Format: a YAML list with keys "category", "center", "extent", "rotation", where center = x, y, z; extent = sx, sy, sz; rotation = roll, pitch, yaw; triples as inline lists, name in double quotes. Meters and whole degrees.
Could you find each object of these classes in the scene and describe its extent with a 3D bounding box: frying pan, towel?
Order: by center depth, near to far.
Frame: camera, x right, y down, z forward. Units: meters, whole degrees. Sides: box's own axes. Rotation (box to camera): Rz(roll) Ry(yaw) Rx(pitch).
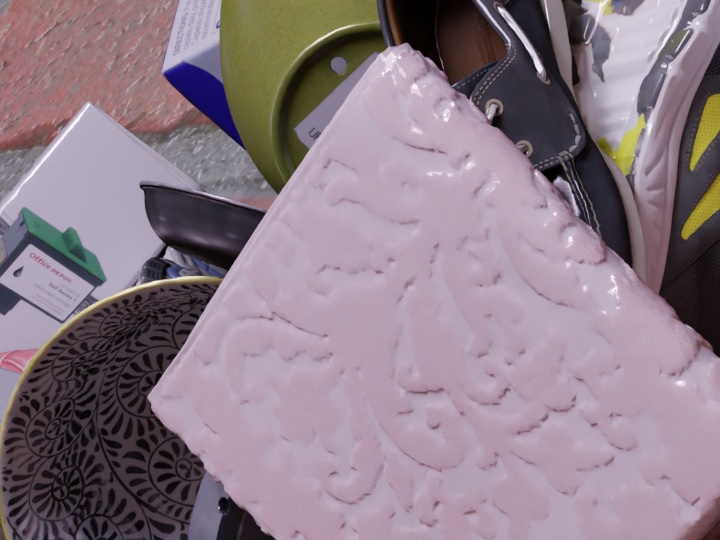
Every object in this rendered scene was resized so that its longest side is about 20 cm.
- category: "towel"
  center: [0.034, 0.051, 0.973]
  extent: [0.032, 0.200, 0.191]
  rotation: [-24, -25, -53]
- category: "frying pan"
  center: [-0.007, -0.001, 1.133]
  extent: [0.115, 0.189, 0.031]
  rotation: [5, 76, 70]

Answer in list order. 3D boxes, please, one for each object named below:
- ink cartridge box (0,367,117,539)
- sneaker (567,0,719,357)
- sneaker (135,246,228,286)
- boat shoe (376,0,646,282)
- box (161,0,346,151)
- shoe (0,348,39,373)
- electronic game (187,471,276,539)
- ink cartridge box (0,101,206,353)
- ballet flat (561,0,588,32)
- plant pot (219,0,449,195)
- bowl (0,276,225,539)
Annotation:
- category: "ink cartridge box"
  center: [-0.225, 0.137, 1.210]
  extent: [0.084, 0.145, 0.201]
  rotation: [36, 99, 36]
- category: "sneaker"
  center: [0.124, -0.048, 1.060]
  extent: [0.074, 0.084, 0.201]
  rotation: [1, 68, 49]
- category: "sneaker"
  center: [-0.086, 0.041, 1.325]
  extent: [0.087, 0.074, 0.200]
  rotation: [-62, 0, 2]
- category: "boat shoe"
  center: [0.052, -0.045, 1.014]
  extent: [0.072, 0.067, 0.201]
  rotation: [-37, 52, 31]
- category: "box"
  center: [0.010, -0.176, 1.440]
  extent: [0.199, 0.105, 0.185]
  rotation: [-25, 38, 33]
- category: "shoe"
  center: [-0.181, 0.136, 1.318]
  extent: [0.091, 0.071, 0.201]
  rotation: [-2, 74, 35]
- category: "electronic game"
  center: [0.025, 0.122, 1.044]
  extent: [0.200, 0.200, 0.042]
  rotation: [-39, -12, 15]
- category: "ink cartridge box"
  center: [-0.179, 0.009, 1.447]
  extent: [0.200, 0.084, 0.146]
  rotation: [-51, 6, -4]
- category: "ballet flat"
  center: [0.128, -0.101, 1.146]
  extent: [0.068, 0.199, 0.069]
  rotation: [-53, 45, 30]
- category: "plant pot"
  center: [0.017, -0.085, 1.192]
  extent: [0.187, 0.187, 0.200]
  rotation: [-39, 11, 15]
- category: "bowl"
  center: [-0.053, 0.084, 1.184]
  extent: [0.200, 0.201, 0.094]
  rotation: [-37, 8, 18]
